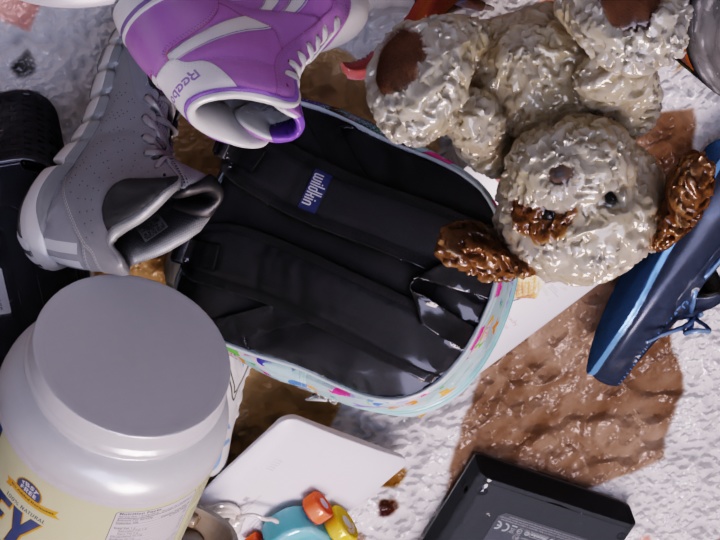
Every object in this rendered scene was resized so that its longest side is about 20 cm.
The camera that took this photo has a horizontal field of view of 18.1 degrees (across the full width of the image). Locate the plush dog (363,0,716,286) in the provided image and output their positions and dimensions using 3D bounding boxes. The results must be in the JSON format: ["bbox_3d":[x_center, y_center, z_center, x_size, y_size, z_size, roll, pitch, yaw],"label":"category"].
[{"bbox_3d":[0.119,-0.074,1.360,0.199,0.160,0.173,-15,81,12],"label":"plush dog"}]

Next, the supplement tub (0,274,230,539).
[{"bbox_3d":[-0.165,0.112,1.414,0.144,0.145,0.200,9,138,-15],"label":"supplement tub"}]

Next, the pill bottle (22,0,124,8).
[{"bbox_3d":[-0.169,-0.265,1.316,0.110,0.111,0.201,-4,124,-7],"label":"pill bottle"}]

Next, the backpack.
[{"bbox_3d":[0.000,0.000,1.449,0.199,0.151,0.178,20,83,18],"label":"backpack"}]

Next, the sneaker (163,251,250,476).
[{"bbox_3d":[-0.098,0.064,1.571,0.072,0.072,0.201,-8,127,-14],"label":"sneaker"}]

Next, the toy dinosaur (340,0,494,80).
[{"bbox_3d":[0.099,-0.204,1.377,0.105,0.201,0.181,30,155,-21],"label":"toy dinosaur"}]

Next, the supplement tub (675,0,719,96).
[{"bbox_3d":[0.231,-0.176,1.379,0.122,0.200,0.123,-10,120,-17],"label":"supplement tub"}]

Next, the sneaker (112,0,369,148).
[{"bbox_3d":[-0.052,-0.124,1.386,0.200,0.114,0.073,-14,151,-45],"label":"sneaker"}]

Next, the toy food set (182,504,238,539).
[{"bbox_3d":[-0.194,0.211,1.615,0.199,0.060,0.144,27,119,10],"label":"toy food set"}]

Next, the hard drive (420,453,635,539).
[{"bbox_3d":[0.103,0.243,1.741,0.139,0.033,0.200,19,118,-21],"label":"hard drive"}]

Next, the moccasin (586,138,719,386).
[{"bbox_3d":[0.229,0.006,1.577,0.068,0.081,0.200,26,117,-11],"label":"moccasin"}]

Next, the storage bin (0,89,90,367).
[{"bbox_3d":[-0.251,-0.004,1.485,0.134,0.094,0.201,-9,125,-3],"label":"storage bin"}]

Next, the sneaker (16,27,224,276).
[{"bbox_3d":[-0.119,-0.078,1.396,0.075,0.115,0.201,49,62,-51],"label":"sneaker"}]

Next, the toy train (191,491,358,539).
[{"bbox_3d":[-0.069,0.247,1.674,0.149,0.056,0.201,-10,139,-16],"label":"toy train"}]

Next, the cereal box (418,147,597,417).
[{"bbox_3d":[0.072,-0.003,1.570,0.200,0.040,0.144,-38,120,16],"label":"cereal box"}]

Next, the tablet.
[{"bbox_3d":[-0.073,0.183,1.655,0.130,0.014,0.200,24,123,-42],"label":"tablet"}]
